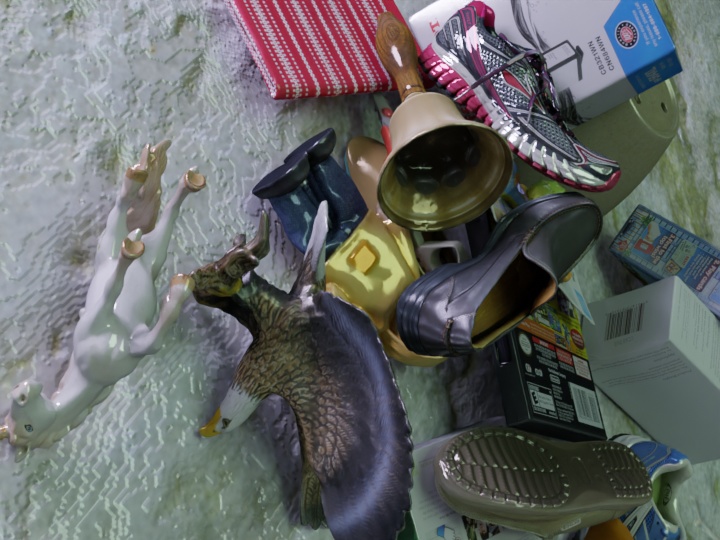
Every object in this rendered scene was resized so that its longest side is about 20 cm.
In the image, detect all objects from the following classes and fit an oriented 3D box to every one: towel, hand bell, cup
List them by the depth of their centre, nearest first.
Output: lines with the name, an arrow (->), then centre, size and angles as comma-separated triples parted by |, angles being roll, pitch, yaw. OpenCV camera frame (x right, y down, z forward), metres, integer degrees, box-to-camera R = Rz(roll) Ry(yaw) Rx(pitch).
hand bell -> 0.041, -0.140, 0.770 | 0.103, 0.104, 0.202 | 22, 39, -36
towel -> -0.029, -0.206, 0.817 | 0.198, 0.022, 0.146 | -15, 72, -46
cup -> 0.229, -0.152, 0.978 | 0.198, 0.142, 0.204 | 20, 59, -38

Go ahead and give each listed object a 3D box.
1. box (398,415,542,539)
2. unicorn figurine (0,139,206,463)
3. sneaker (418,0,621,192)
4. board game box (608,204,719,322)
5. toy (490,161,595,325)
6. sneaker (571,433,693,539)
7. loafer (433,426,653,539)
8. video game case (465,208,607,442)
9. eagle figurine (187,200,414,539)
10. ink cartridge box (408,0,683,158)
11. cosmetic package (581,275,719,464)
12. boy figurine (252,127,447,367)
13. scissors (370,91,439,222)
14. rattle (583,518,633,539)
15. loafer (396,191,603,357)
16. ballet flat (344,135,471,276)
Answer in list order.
box -> 0.089, 0.227, 0.761 | 0.143, 0.036, 0.203 | -8, 78, -46
unicorn figurine -> -0.144, 0.021, 0.567 | 0.073, 0.138, 0.201 | 34, 36, -9
sneaker -> 0.133, -0.138, 0.797 | 0.200, 0.075, 0.080 | 46, 16, 17
board game box -> 0.386, 0.035, 1.022 | 0.199, 0.199, 0.062 | 35, 92, -41
toy -> 0.159, -0.046, 0.847 | 0.199, 0.047, 0.116 | 36, 31, -44
sneaker -> 0.232, 0.240, 0.853 | 0.075, 0.076, 0.203 | 28, 70, -34
loafer -> 0.137, 0.172, 0.757 | 0.197, 0.069, 0.076 | 10, 40, -26
video game case -> 0.154, 0.053, 0.856 | 0.199, 0.025, 0.184 | 24, 52, -57
eagle figurine -> -0.037, 0.073, 0.641 | 0.200, 0.151, 0.152 | 48, 32, -4
ink cartridge box -> 0.162, -0.201, 0.874 | 0.148, 0.198, 0.084 | 67, 20, 9
cosmetic package -> 0.321, 0.106, 0.984 | 0.199, 0.112, 0.082 | 40, 50, -27
boy figurine -> 0.000, 0.000, 0.741 | 0.124, 0.064, 0.201 | -43, 106, -33
scissors -> 0.021, -0.120, 0.810 | 0.072, 0.014, 0.201 | -15, 64, -39
rattle -> 0.139, 0.245, 0.731 | 0.196, 0.131, 0.145 | 0, 60, -17
loafer -> 0.120, 0.006, 0.726 | 0.199, 0.072, 0.074 | -36, 120, -26
ballet flat -> 0.055, -0.028, 0.813 | 0.068, 0.063, 0.202 | -30, 95, -45
